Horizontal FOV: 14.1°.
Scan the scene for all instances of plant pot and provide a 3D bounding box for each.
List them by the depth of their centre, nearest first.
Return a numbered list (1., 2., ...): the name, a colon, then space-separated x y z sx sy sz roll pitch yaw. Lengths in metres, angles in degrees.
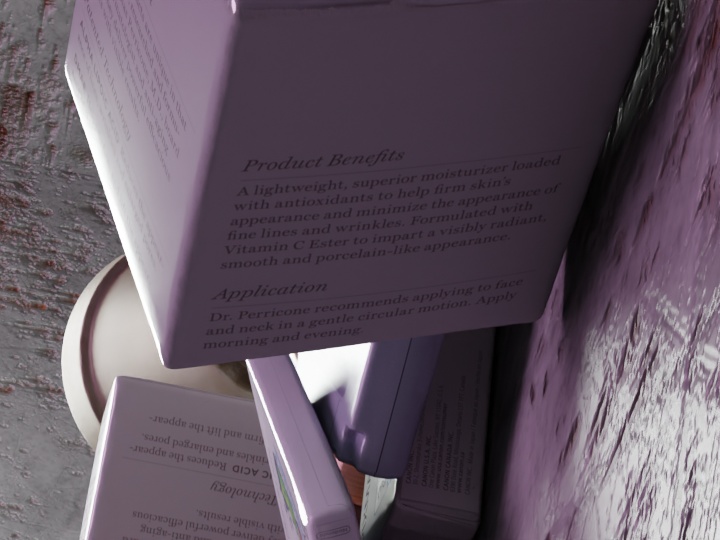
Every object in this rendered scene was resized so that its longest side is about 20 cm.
1. plant pot: -0.095 0.055 2.122 0.174 0.200 0.200 -28 49 61

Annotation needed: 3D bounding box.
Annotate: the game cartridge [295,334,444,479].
1. game cartridge: 0.009 0.011 1.331 0.200 0.040 0.133 -132 53 -78

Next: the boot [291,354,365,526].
1. boot: -0.018 0.127 1.616 0.200 0.072 0.167 -122 44 -77

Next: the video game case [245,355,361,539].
1. video game case: -0.012 0.148 1.300 0.200 0.024 0.182 -118 16 -69

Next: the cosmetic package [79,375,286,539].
1. cosmetic package: -0.098 0.189 1.850 0.165 0.165 0.200 121 159 -77

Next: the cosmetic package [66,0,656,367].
1. cosmetic package: -0.008 -0.093 1.124 0.200 0.165 0.165 107 150 -47

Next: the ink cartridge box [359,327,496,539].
1. ink cartridge box: 0.027 0.074 1.405 0.176 0.045 0.200 110 170 -54
